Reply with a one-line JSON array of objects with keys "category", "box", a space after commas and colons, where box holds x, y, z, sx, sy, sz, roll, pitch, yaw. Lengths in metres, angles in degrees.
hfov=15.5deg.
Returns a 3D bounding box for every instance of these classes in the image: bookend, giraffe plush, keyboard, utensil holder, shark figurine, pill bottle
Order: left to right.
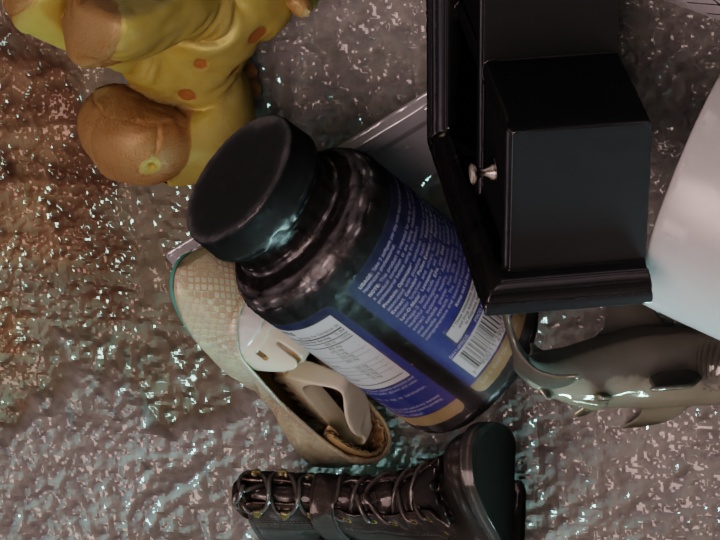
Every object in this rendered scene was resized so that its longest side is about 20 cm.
[{"category": "giraffe plush", "box": [-0.114, -0.120, 1.559, 0.199, 0.173, 0.163, -4, 125, -16]}, {"category": "keyboard", "box": [-0.019, -0.044, 1.570, 0.200, 0.011, 0.056, -31, 138, 11]}, {"category": "pill bottle", "box": [0.000, 0.000, 1.522, 0.112, 0.112, 0.200, -35, 124, 27]}, {"category": "bookend", "box": [0.094, -0.112, 1.416, 0.092, 0.200, 0.199, -5, 121, -6]}, {"category": "shark figurine", "box": [0.143, 0.039, 1.530, 0.128, 0.214, 0.090, -28, 63, 53]}, {"category": "utensil holder", "box": [0.270, -0.015, 1.433, 0.199, 0.170, 0.171, 22, 115, 13]}]

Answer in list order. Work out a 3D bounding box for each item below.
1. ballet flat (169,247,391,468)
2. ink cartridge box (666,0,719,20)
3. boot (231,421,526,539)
[{"category": "ballet flat", "box": [-0.040, 0.051, 1.588, 0.062, 0.068, 0.200, 6, 149, 38]}, {"category": "ink cartridge box", "box": [0.243, -0.147, 1.420, 0.199, 0.094, 0.044, 22, 86, 16]}, {"category": "boot", "box": [0.008, 0.139, 1.581, 0.173, 0.200, 0.070, 2, 69, 9]}]
